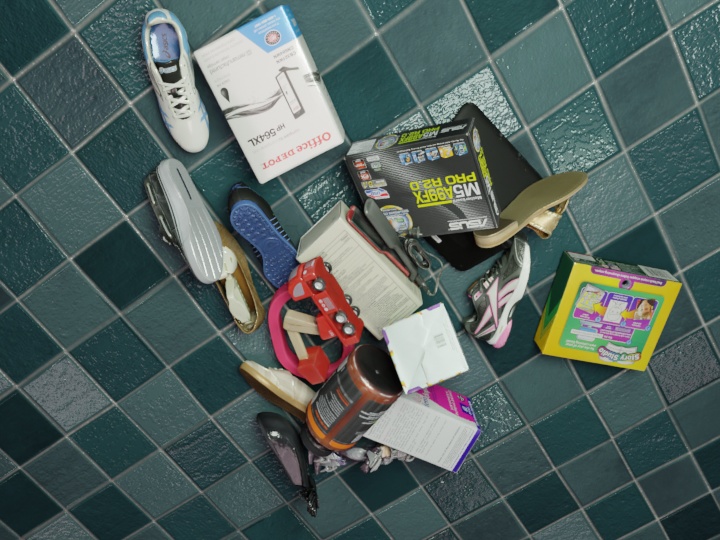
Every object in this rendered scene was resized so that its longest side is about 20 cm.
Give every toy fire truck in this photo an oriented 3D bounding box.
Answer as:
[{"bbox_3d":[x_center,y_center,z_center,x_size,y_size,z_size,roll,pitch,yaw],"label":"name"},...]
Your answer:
[{"bbox_3d":[-0.072,0.083,0.964,0.139,0.049,0.202,-20,118,25],"label":"toy fire truck"}]

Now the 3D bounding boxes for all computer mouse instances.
[{"bbox_3d":[-0.123,0.338,1.116,0.052,0.138,0.203,-30,98,-9],"label":"computer mouse"}]

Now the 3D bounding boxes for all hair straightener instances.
[{"bbox_3d":[0.067,-0.034,0.937,0.076,0.041,0.200,-21,120,39],"label":"hair straightener"}]

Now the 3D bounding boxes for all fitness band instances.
[{"bbox_3d":[-0.083,0.102,1.036,0.140,0.038,0.204,-2,124,7],"label":"fitness band"}]

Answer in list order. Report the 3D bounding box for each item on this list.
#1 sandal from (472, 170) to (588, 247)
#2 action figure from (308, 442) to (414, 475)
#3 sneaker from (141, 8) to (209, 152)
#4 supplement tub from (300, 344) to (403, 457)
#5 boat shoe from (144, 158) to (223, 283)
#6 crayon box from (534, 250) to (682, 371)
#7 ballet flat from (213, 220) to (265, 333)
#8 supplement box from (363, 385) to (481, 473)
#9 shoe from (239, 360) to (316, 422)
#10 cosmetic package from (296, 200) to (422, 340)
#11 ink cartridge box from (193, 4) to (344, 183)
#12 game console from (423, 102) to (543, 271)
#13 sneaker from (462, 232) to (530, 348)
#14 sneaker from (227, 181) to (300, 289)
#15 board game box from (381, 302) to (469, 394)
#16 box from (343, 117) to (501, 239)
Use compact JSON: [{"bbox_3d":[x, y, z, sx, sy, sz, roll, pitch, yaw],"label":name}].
[{"bbox_3d":[0.265,-0.076,0.936,0.209,0.077,0.071,-31,120,-16],"label":"sandal"},{"bbox_3d":[0.006,0.342,1.124,0.195,0.071,0.130,-3,157,11],"label":"action figure"},{"bbox_3d":[-0.269,-0.267,0.874,0.070,0.073,0.204,-11,114,0],"label":"sneaker"},{"bbox_3d":[-0.022,0.222,0.999,0.106,0.108,0.201,31,120,-14],"label":"supplement tub"},{"bbox_3d":[-0.274,-0.069,0.942,0.070,0.072,0.204,-25,82,27],"label":"boat shoe"},{"bbox_3d":[0.424,0.073,1.053,0.195,0.059,0.176,10,113,-6],"label":"crayon box"},{"bbox_3d":[-0.212,0.019,0.993,0.066,0.073,0.204,-17,112,4],"label":"ballet flat"},{"bbox_3d":[0.102,0.263,1.093,0.196,0.102,0.105,23,110,-12],"label":"supplement box"},{"bbox_3d":[-0.131,0.217,1.095,0.199,0.054,0.070,39,150,-14],"label":"shoe"},{"bbox_3d":[0.000,0.000,0.987,0.103,0.088,0.200,-38,110,16],"label":"cosmetic package"},{"bbox_3d":[-0.125,-0.252,0.879,0.143,0.085,0.203,-24,111,7],"label":"ink cartridge box"},{"bbox_3d":[0.169,-0.128,0.980,0.199,0.118,0.175,41,135,-16],"label":"game console"},{"bbox_3d":[0.225,0.032,1.019,0.084,0.080,0.205,14,106,3],"label":"sneaker"},{"bbox_3d":[-0.148,-0.055,0.974,0.069,0.079,0.202,-23,133,4],"label":"sneaker"},{"bbox_3d":[0.110,0.129,0.973,0.101,0.200,0.107,-23,77,7],"label":"board game box"},{"bbox_3d":[0.093,-0.127,0.897,0.196,0.045,0.162,-4,129,28],"label":"box"}]
